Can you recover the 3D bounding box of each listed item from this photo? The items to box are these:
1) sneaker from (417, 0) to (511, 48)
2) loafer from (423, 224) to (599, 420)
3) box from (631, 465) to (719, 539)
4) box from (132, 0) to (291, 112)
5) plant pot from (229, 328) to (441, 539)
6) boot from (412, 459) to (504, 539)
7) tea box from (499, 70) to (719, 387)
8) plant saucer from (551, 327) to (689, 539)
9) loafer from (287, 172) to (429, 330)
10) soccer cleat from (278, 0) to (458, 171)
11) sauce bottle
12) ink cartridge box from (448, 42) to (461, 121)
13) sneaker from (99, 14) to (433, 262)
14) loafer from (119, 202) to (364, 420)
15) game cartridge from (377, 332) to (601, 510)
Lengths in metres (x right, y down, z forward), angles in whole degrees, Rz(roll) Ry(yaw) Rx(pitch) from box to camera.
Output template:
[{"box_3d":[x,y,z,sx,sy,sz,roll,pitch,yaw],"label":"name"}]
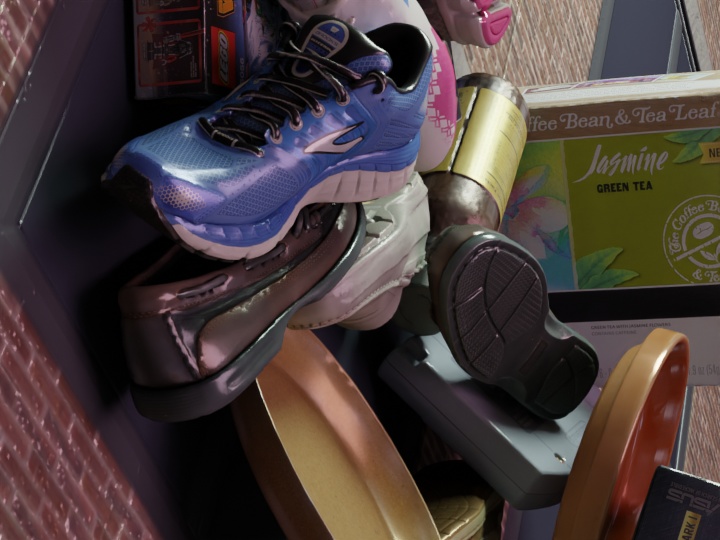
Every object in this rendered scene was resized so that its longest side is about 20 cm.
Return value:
[{"box_3d":[0.005,-0.194,1.046,0.201,0.087,0.074,64,29,-29],"label":"sneaker"},{"box_3d":[0.075,0.027,1.187,0.072,0.063,0.200,-49,144,-5],"label":"loafer"},{"box_3d":[0.169,0.205,1.190,0.200,0.051,0.159,55,52,-75],"label":"box"},{"box_3d":[-0.065,-0.175,0.984,0.137,0.040,0.202,5,83,-71],"label":"box"},{"box_3d":[-0.011,0.107,1.013,0.201,0.027,0.200,55,12,-17],"label":"plant pot"},{"box_3d":[0.045,0.206,1.199,0.200,0.072,0.157,-30,117,-70],"label":"boot"},{"box_3d":[0.181,-0.029,1.405,0.134,0.198,0.198,-32,116,-67],"label":"tea box"},{"box_3d":[0.150,0.130,1.225,0.200,0.032,0.202,17,90,-72],"label":"plant saucer"},{"box_3d":[0.000,0.000,1.094,0.200,0.069,0.070,-44,129,-67],"label":"loafer"},{"box_3d":[-0.010,-0.127,0.991,0.086,0.069,0.201,-49,128,-49],"label":"soccer cleat"},{"box_3d":[0.056,-0.041,1.268,0.201,0.064,0.065,-67,148,-46],"label":"sauce bottle"},{"box_3d":[0.016,-0.172,1.203,0.200,0.043,0.200,-43,127,-66],"label":"ink cartridge box"},{"box_3d":[-0.036,-0.069,0.905,0.200,0.078,0.090,-28,145,-50],"label":"sneaker"},{"box_3d":[-0.052,-0.009,0.945,0.200,0.071,0.063,-57,134,-54],"label":"loafer"},{"box_3d":[0.094,0.082,1.279,0.041,0.133,0.200,-53,168,18],"label":"game cartridge"}]
